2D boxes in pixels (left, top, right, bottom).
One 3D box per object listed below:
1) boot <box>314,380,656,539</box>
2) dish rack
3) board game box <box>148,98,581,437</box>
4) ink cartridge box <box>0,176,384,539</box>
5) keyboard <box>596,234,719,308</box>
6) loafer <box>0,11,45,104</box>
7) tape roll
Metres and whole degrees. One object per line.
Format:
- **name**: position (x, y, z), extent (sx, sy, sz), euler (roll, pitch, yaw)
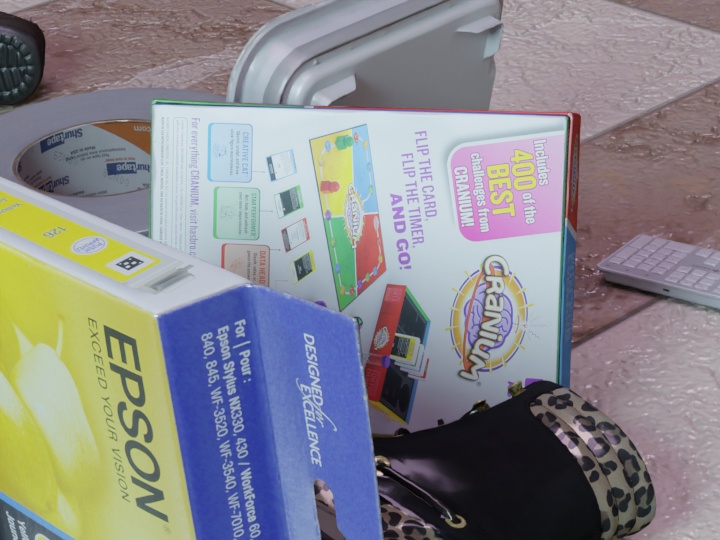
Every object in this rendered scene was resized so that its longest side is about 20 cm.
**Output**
- **boot**: position (0.010, 0.085, 0.788), extent (0.153, 0.074, 0.203), euler (-20, 36, -34)
- **dish rack**: position (0.007, -0.069, 0.974), extent (0.043, 0.173, 0.199), euler (30, 40, 29)
- **board game box**: position (0.000, 0.000, 0.857), extent (0.198, 0.155, 0.040), euler (3, 6, 12)
- **ink cartridge box**: position (-0.075, 0.079, 0.669), extent (0.047, 0.200, 0.199), euler (-29, 36, -35)
- **keyboard**: position (0.223, 0.011, 0.961), extent (0.198, 0.011, 0.056), euler (15, 33, 31)
- **loafer**: position (-0.309, -0.154, 1.286), extent (0.198, 0.074, 0.071), euler (10, 24, 8)
- **tape roll**: position (-0.138, -0.035, 1.034), extent (0.198, 0.067, 0.201), euler (-2, 29, 1)
